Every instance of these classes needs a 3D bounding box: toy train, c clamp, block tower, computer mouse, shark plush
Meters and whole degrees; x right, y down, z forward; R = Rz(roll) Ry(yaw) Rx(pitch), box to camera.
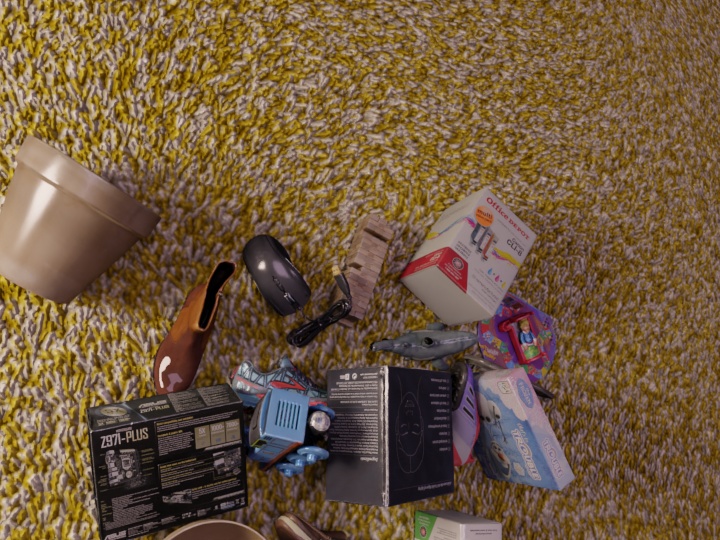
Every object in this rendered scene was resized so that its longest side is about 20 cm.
[{"bbox_3d":[-0.114,0.241,0.882,0.114,0.200,0.087,20,55,-16],"label":"toy train"},{"bbox_3d":[0.273,0.203,1.118,0.199,0.171,0.027,27,83,-5],"label":"c clamp"},{"bbox_3d":[0.000,0.000,1.071,0.054,0.058,0.201,26,69,-17],"label":"block tower"},{"bbox_3d":[-0.102,0.016,0.987,0.140,0.046,0.201,-29,91,4],"label":"computer mouse"},{"bbox_3d":[0.110,0.122,1.080,0.199,0.083,0.091,14,73,-22],"label":"shark plush"}]

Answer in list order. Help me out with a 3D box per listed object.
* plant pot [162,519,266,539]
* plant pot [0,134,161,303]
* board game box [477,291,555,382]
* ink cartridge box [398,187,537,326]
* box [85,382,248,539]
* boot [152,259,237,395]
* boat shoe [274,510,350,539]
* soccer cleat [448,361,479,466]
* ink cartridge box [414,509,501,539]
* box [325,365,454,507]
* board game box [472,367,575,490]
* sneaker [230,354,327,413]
[{"bbox_3d":[-0.218,0.438,0.820,0.199,0.134,0.202,6,76,-25],"label":"plant pot"},{"bbox_3d":[-0.408,-0.056,0.829,0.199,0.200,0.174,32,83,-16],"label":"plant pot"},{"bbox_3d":[0.328,0.132,1.206,0.199,0.039,0.159,29,67,-17],"label":"board game box"},{"bbox_3d":[0.201,-0.023,1.123,0.145,0.145,0.200,41,64,-12],"label":"ink cartridge box"},{"bbox_3d":[-0.267,0.263,0.837,0.199,0.086,0.165,-7,102,-26],"label":"box"},{"bbox_3d":[-0.232,0.094,0.855,0.068,0.200,0.189,30,67,-17],"label":"boot"},{"bbox_3d":[-0.050,0.440,0.945,0.203,0.075,0.075,52,49,-13],"label":"boat shoe"},{"bbox_3d":[0.179,0.252,1.054,0.073,0.068,0.201,4,106,-12],"label":"soccer cleat"},{"bbox_3d":[0.155,0.507,0.979,0.084,0.146,0.201,10,75,-24],"label":"ink cartridge box"},{"bbox_3d":[0.051,0.259,0.959,0.199,0.123,0.198,17,67,-51],"label":"box"},{"bbox_3d":[0.250,0.273,1.047,0.043,0.199,0.201,-24,89,-28],"label":"board game box"},{"bbox_3d":[-0.108,0.184,0.964,0.199,0.079,0.096,10,72,-24],"label":"sneaker"}]
